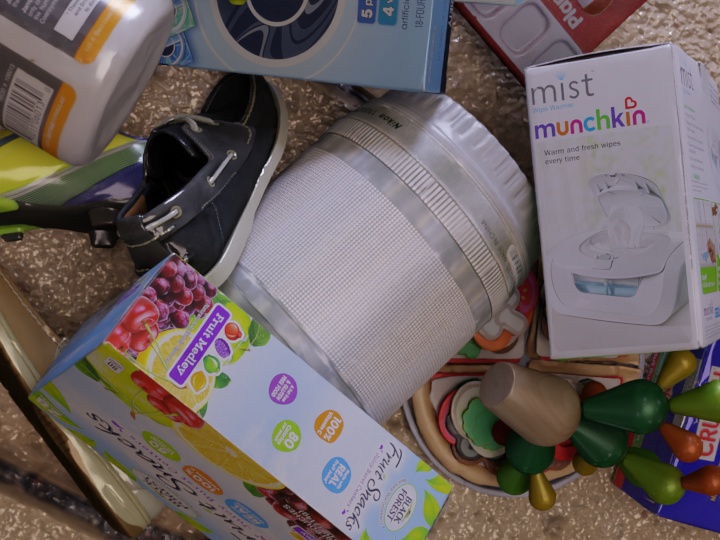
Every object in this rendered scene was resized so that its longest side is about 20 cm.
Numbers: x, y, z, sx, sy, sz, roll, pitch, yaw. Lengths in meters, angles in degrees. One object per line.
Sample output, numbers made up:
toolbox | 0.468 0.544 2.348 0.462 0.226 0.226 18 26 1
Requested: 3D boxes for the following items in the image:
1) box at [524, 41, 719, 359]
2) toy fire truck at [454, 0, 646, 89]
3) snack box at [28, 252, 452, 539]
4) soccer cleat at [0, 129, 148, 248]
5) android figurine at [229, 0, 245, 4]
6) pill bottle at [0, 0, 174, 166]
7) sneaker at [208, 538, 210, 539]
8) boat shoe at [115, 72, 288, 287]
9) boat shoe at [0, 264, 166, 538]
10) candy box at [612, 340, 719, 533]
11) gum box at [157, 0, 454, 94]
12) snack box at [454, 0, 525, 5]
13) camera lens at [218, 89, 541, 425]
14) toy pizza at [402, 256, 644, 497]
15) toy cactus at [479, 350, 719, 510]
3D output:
box | 0.184 -0.041 0.793 0.096 0.200 0.178 -7 89 24
toy fire truck | 0.121 -0.232 0.816 0.168 0.112 0.200 -43 117 9
snack box | -0.073 0.095 0.690 0.200 0.168 0.068 42 61 -13
soccer cleat | -0.208 -0.064 0.764 0.198 0.065 0.085 6 65 -14
android figurine | -0.086 -0.253 0.688 0.180 0.041 0.202 7 109 10
pill bottle | -0.216 -0.156 0.700 0.199 0.116 0.117 31 86 -4
sneaker | -0.055 0.190 0.841 0.087 0.075 0.202 31 77 -48
boat shoe | -0.093 -0.068 0.733 0.071 0.201 0.068 -23 122 29
boat shoe | -0.181 0.073 0.780 0.066 0.074 0.201 -38 108 -24
candy box | 0.312 0.118 0.936 0.198 0.077 0.171 18 92 -20
gum box | -0.039 -0.202 0.738 0.198 0.044 0.172 10 100 20
snack box | 0.048 -0.267 0.745 0.115 0.037 0.202 9 114 20
camera lens | 0.000 0.000 0.774 0.200 0.160 0.160 -42 107 -12
toy pizza | 0.124 0.069 0.892 0.198 0.032 0.202 -2 97 -18
toy cactus | 0.147 0.094 0.799 0.164 0.199 0.103 28 61 -33
